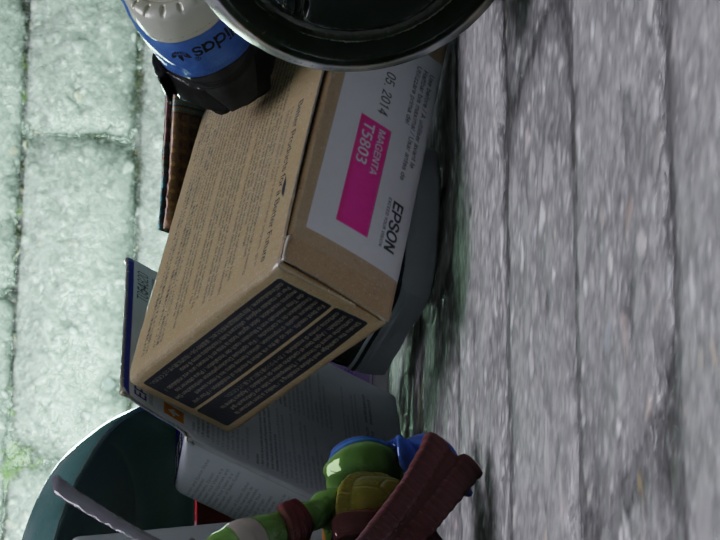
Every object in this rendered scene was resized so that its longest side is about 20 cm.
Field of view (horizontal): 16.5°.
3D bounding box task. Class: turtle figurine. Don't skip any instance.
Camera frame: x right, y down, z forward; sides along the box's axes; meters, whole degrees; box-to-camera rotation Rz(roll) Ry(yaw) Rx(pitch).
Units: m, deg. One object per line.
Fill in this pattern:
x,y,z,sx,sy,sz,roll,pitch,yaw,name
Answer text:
-0.023,0.177,1.161,0.194,0.199,0.145,-109,4,-52,turtle figurine

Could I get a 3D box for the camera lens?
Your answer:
-0.008,-0.195,1.152,0.200,0.159,0.161,-98,11,-63,camera lens

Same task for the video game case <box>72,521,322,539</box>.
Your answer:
-0.065,0.220,1.387,0.023,0.199,0.183,-123,33,-57,video game case

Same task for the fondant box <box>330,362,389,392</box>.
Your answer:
-0.051,-0.004,1.630,0.058,0.143,0.202,179,93,-84,fondant box

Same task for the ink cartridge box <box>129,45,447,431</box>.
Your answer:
-0.039,-0.035,1.363,0.165,0.075,0.201,-35,33,47,ink cartridge box

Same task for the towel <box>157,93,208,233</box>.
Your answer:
-0.047,-0.078,1.527,0.022,0.199,0.148,-7,77,42,towel

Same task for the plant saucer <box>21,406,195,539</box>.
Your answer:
-0.152,0.173,1.430,0.200,0.036,0.202,10,-90,-70,plant saucer

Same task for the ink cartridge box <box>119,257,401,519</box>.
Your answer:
-0.063,0.088,1.467,0.041,0.199,0.200,-56,15,18,ink cartridge box

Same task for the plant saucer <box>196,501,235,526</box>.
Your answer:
-0.047,0.183,1.523,0.200,0.037,0.200,58,-171,-22,plant saucer

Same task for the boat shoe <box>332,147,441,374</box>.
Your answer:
0.000,0.000,1.436,0.200,0.070,0.072,108,165,-52,boat shoe

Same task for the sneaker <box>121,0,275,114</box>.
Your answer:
-0.106,-0.165,1.395,0.200,0.076,0.111,57,178,45,sneaker
